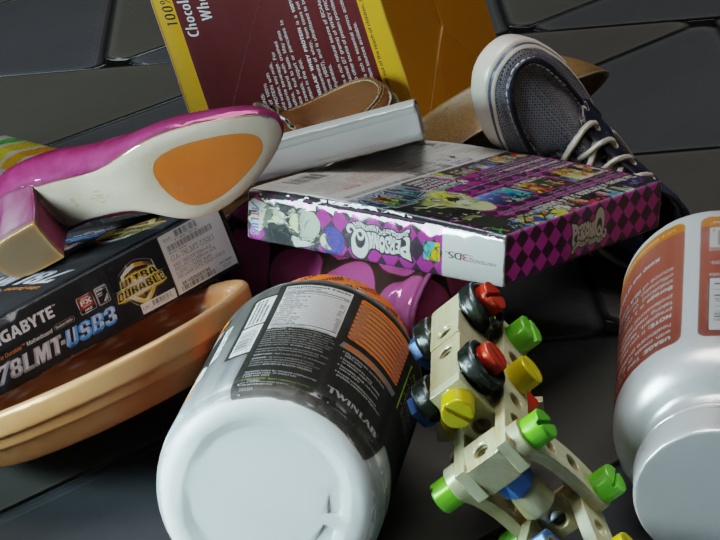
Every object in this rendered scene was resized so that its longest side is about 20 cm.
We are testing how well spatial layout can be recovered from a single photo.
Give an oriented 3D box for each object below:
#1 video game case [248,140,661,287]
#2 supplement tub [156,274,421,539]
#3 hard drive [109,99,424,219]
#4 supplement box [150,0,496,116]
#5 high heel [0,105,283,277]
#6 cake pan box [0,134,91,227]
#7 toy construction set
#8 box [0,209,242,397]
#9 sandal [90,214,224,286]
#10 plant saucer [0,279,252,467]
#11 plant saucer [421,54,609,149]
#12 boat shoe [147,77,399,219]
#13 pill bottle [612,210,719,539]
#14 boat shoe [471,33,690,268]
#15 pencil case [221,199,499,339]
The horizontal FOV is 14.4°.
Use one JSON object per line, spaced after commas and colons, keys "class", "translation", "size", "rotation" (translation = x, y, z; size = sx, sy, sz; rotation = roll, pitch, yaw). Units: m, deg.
{"class": "video game case", "translation": [0.059, -0.038, 1.730], "size": [0.180, 0.036, 0.200], "rotation": [10, 16, 30]}
{"class": "supplement tub", "translation": [-0.033, 0.082, 1.536], "size": [0.122, 0.123, 0.200], "rotation": [-1, 20, 10]}
{"class": "hard drive", "translation": [-0.058, -0.071, 1.798], "size": [0.199, 0.026, 0.132], "rotation": [-15, 3, 3]}
{"class": "supplement box", "translation": [-0.029, -0.190, 2.095], "size": [0.199, 0.199, 0.133], "rotation": [-11, 13, 36]}
{"class": "high heel", "translation": [-0.133, -0.066, 1.699], "size": [0.199, 0.067, 0.096], "rotation": [-29, 33, 20]}
{"class": "cake pan box", "translation": [-0.297, -0.041, 2.030], "size": [0.183, 0.053, 0.199], "rotation": [13, 28, 44]}
{"class": "toy construction set", "translation": [0.080, 0.085, 1.513], "size": [0.092, 0.131, 0.200], "rotation": [-43, 20, 6]}
{"class": "box", "translation": [-0.204, 0.023, 1.737], "size": [0.198, 0.050, 0.199], "rotation": [-27, 12, -35]}
{"class": "sandal", "translation": [-0.132, 0.005, 1.863], "size": [0.048, 0.075, 0.200], "rotation": [-46, 31, -10]}
{"class": "plant saucer", "translation": [-0.149, 0.063, 1.650], "size": [0.199, 0.038, 0.200], "rotation": [-24, 7, 3]}
{"class": "plant saucer", "translation": [0.077, -0.096, 1.955], "size": [0.199, 0.036, 0.200], "rotation": [-31, -6, -4]}
{"class": "boat shoe", "translation": [-0.058, -0.080, 1.956], "size": [0.200, 0.068, 0.072], "rotation": [-38, 33, -17]}
{"class": "pill bottle", "translation": [0.192, 0.063, 1.533], "size": [0.111, 0.113, 0.200], "rotation": [-1, 32, 9]}
{"class": "boat shoe", "translation": [0.151, -0.071, 1.834], "size": [0.093, 0.200, 0.075], "rotation": [27, 74, 46]}
{"class": "pencil case", "translation": [0.000, 0.000, 1.804], "size": [0.199, 0.091, 0.094], "rotation": [18, 65, 43]}
